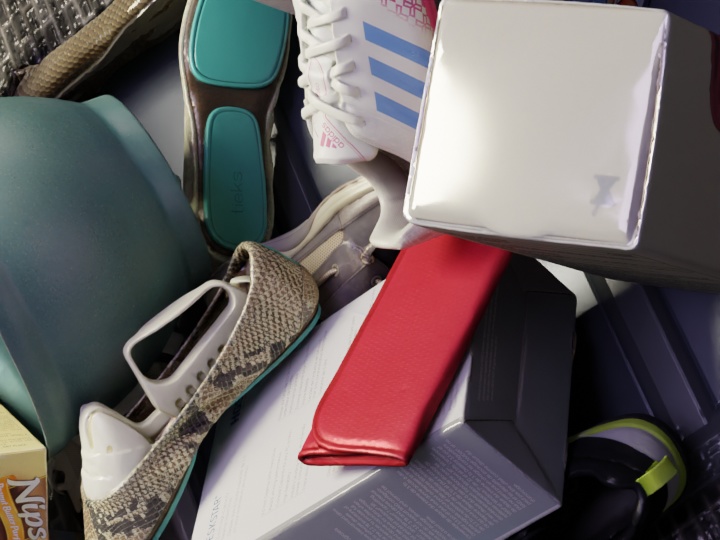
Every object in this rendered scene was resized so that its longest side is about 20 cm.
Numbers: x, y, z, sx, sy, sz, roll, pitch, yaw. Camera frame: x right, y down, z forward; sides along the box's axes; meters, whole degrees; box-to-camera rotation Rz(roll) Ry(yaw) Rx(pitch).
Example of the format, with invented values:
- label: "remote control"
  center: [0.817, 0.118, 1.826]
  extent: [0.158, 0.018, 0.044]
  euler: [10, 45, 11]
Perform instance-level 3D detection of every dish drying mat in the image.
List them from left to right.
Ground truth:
- label: "dish drying mat"
  center: [0.036, 0.012, 1.301]
  extent: [0.077, 0.018, 0.201]
  euler: [-4, 48, 45]

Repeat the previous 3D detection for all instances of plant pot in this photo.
- label: "plant pot"
  center: [-0.167, -0.015, 1.448]
  extent: [0.134, 0.201, 0.200]
  euler: [-31, 54, -15]

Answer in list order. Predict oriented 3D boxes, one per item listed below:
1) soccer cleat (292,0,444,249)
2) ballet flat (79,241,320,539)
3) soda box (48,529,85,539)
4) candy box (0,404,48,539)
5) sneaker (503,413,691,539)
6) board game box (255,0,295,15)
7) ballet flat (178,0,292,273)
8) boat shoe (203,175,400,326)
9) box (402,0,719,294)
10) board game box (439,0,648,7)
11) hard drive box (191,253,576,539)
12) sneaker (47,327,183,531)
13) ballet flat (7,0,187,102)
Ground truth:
- label: "soccer cleat"
  center: [-0.001, -0.103, 1.269]
  extent: [0.070, 0.086, 0.201]
  euler: [-5, 117, 59]
- label: "ballet flat"
  center: [-0.103, 0.068, 1.389]
  extent: [0.200, 0.075, 0.068]
  euler: [-53, 29, -4]
- label: "soda box"
  center: [-0.168, 0.254, 1.521]
  extent: [0.068, 0.063, 0.201]
  euler: [-32, 62, 31]
- label: "candy box"
  center: [-0.230, 0.128, 1.484]
  extent: [0.200, 0.055, 0.116]
  euler: [-151, 60, -61]
- label: "sneaker"
  center: [0.077, 0.135, 1.320]
  extent: [0.200, 0.083, 0.072]
  euler: [-38, 93, 27]
- label: "board game box"
  center: [0.017, -0.196, 1.375]
  extent: [0.148, 0.199, 0.064]
  euler: [-54, 53, 17]
- label: "ballet flat"
  center: [-0.081, -0.095, 1.524]
  extent: [0.062, 0.067, 0.201]
  euler: [151, 127, -66]
- label: "boat shoe"
  center: [0.000, 0.000, 1.441]
  extent: [0.200, 0.074, 0.074]
  euler: [-32, 73, 39]
- label: "box"
  center: [0.131, -0.055, 1.250]
  extent: [0.127, 0.200, 0.110]
  euler: [8, 86, 35]
- label: "board game box"
  center: [0.112, -0.193, 1.341]
  extent: [0.034, 0.135, 0.201]
  euler: [22, 95, 40]
- label: "hard drive box"
  center: [0.011, 0.088, 1.354]
  extent: [0.200, 0.077, 0.156]
  euler: [-33, 29, 32]
- label: "sneaker"
  center: [-0.191, 0.101, 1.562]
  extent: [0.200, 0.076, 0.116]
  euler: [-13, 71, 34]
- label: "ballet flat"
  center: [-0.150, -0.147, 1.589]
  extent: [0.200, 0.067, 0.047]
  euler: [-39, 74, 33]
